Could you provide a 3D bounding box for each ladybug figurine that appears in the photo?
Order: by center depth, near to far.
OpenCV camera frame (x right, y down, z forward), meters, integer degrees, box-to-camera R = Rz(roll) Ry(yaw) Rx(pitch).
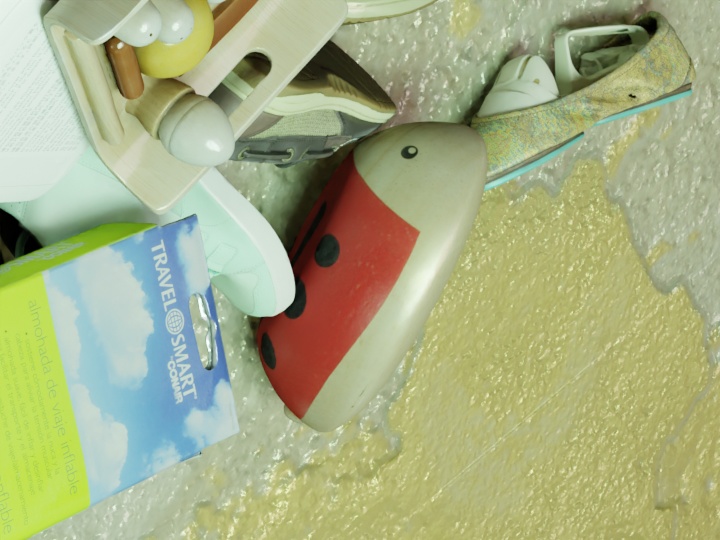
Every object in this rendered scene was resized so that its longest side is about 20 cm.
[{"bbox_3d":[0.000,0.000,1.445,0.072,0.136,0.200,25,108,-12],"label":"ladybug figurine"}]

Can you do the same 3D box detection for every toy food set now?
[{"bbox_3d":[-0.062,-0.114,1.166,0.144,0.060,0.200,-48,166,-13],"label":"toy food set"}]

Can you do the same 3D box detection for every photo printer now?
[{"bbox_3d":[-0.163,-0.103,1.161,0.166,0.069,0.200,-51,167,16],"label":"photo printer"}]

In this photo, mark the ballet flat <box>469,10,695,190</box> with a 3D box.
[{"bbox_3d":[0.120,-0.107,1.560,0.200,0.071,0.071,-26,125,-34],"label":"ballet flat"}]

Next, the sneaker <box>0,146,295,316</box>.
[{"bbox_3d":[-0.120,-0.012,1.351,0.118,0.074,0.200,-52,133,-14],"label":"sneaker"}]

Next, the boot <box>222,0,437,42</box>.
[{"bbox_3d":[-0.021,-0.203,1.298,0.200,0.072,0.155,-16,119,-37],"label":"boot"}]

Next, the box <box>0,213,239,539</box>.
[{"bbox_3d":[-0.149,0.055,1.234,0.200,0.048,0.122,-25,110,-46],"label":"box"}]

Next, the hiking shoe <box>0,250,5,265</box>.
[{"bbox_3d":[-0.221,-0.002,1.265,0.101,0.076,0.200,-63,138,-63],"label":"hiking shoe"}]

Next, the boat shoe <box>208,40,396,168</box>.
[{"bbox_3d":[-0.042,-0.089,1.376,0.065,0.073,0.200,-49,164,14],"label":"boat shoe"}]
